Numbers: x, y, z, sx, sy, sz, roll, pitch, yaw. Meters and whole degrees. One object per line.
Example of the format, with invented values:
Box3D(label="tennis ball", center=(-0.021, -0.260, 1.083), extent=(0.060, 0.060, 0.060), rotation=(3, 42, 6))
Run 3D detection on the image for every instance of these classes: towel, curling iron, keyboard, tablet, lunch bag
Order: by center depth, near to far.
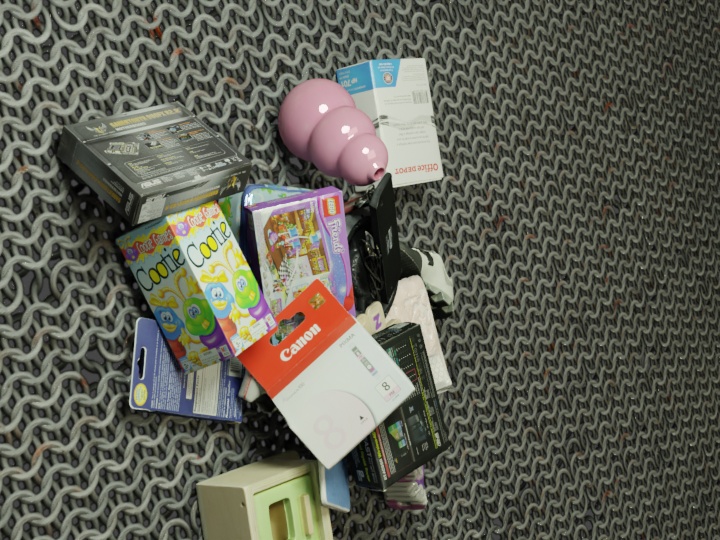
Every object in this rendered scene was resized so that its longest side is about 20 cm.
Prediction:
Box3D(label="curling iron", center=(-0.052, -0.078, 1.713), extent=(0.198, 0.050, 0.026), rotation=(-25, 78, -26))
Box3D(label="tablet", center=(-0.043, 0.238, 1.713), extent=(0.130, 0.013, 0.203), rotation=(46, 38, -68))
Box3D(label="lunch bag", center=(-0.116, -0.040, 1.748), extent=(0.199, 0.082, 0.163), rotation=(5, 86, -47))
Box3D(label="keyboard", center=(0.023, -0.040, 1.754), extent=(0.105, 0.039, 0.202), rotation=(-63, 155, -42))
Box3D(label="towel", center=(0.041, 0.124, 1.884), extent=(0.198, 0.032, 0.193), rotation=(-18, 91, -31))

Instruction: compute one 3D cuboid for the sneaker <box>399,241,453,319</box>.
Box3D(label="sneaker", center=(0.092, -0.006, 1.994), extent=(0.200, 0.073, 0.089), rotation=(47, 44, -42))

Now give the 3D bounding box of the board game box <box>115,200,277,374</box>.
Box3D(label="board game box", center=(-0.213, 0.016, 1.579), extent=(0.105, 0.102, 0.202), rotation=(-37, 103, -52))

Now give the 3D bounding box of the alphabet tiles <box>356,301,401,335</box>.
Box3D(label="alphabet tiles", center=(0.016, 0.157, 1.790), extent=(0.200, 0.014, 0.198), rotation=(-40, 122, -48))

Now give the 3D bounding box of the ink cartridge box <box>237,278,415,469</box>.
Box3D(label="ink cartridge box", center=(-0.049, 0.139, 1.620), extent=(0.162, 0.057, 0.200), rotation=(-42, 94, 0))

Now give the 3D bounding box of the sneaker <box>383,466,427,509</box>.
Box3D(label="sneaker", center=(0.060, 0.302, 1.884), extent=(0.201, 0.079, 0.089), rotation=(69, 24, -56))

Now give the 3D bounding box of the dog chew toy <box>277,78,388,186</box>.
Box3D(label="dog chew toy", center=(-0.033, -0.196, 1.771), extent=(0.124, 0.200, 0.125), rotation=(-29, 142, -25))

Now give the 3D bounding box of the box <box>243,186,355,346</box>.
Box3D(label="box", center=(-0.082, -0.004, 1.670), extent=(0.135, 0.039, 0.203), rotation=(-14, 110, -23))

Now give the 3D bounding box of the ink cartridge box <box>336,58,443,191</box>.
Box3D(label="ink cartridge box", center=(0.049, -0.237, 1.954), extent=(0.146, 0.085, 0.203), rotation=(-13, 96, -48))

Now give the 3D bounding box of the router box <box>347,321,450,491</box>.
Box3D(label="router box", center=(0.040, 0.194, 1.730), extent=(0.149, 0.062, 0.202), rotation=(-24, 104, -41))

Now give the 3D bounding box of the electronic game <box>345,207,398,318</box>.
Box3D(label="electronic game", center=(0.000, 0.000, 1.802), extent=(0.199, 0.041, 0.203), rotation=(-7, 98, -56))

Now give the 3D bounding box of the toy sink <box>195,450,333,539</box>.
Box3D(label="toy sink", center=(-0.114, 0.337, 1.677), extent=(0.199, 0.111, 0.132), rotation=(-10, 93, -49))

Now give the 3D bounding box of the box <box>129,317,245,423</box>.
Box3D(label="box", center=(-0.237, 0.136, 1.622), extent=(0.199, 0.032, 0.123), rotation=(17, 73, -48))

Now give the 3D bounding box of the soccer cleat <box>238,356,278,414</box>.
Box3D(label="soccer cleat", center=(-0.110, 0.170, 1.731), extent=(0.086, 0.068, 0.200), rotation=(-65, 150, -6))

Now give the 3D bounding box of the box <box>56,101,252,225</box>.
Box3D(label="box", center=(-0.262, -0.142, 1.542), extent=(0.199, 0.158, 0.049), rotation=(-23, 144, -48))
